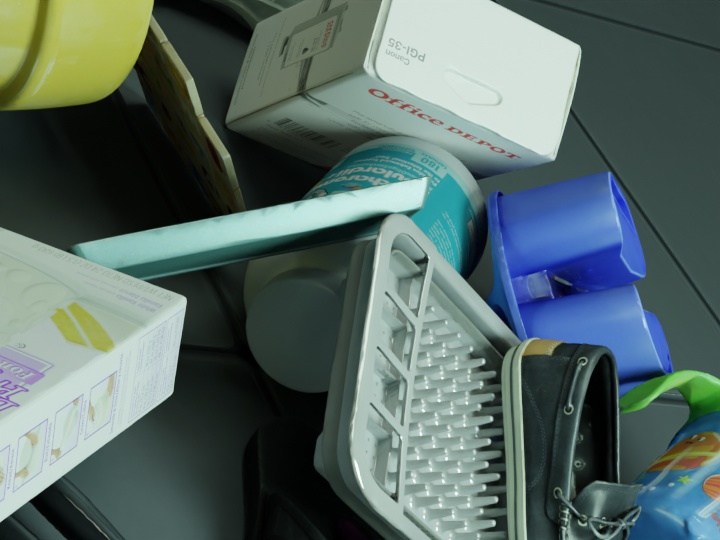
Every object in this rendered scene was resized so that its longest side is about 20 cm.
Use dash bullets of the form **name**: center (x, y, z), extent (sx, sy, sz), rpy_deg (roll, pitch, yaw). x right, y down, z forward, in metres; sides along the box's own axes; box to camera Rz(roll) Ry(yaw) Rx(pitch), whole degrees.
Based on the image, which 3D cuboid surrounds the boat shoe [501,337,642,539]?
- **boat shoe**: center (0.121, 0.133, 1.150), extent (0.075, 0.062, 0.200), rpy_deg (15, 68, -59)

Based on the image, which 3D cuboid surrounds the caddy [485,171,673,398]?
- **caddy**: center (0.127, 0.020, 1.305), extent (0.200, 0.105, 0.141), rpy_deg (36, 41, -73)

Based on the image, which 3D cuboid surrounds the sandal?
- **sandal**: center (-0.023, 0.140, 1.075), extent (0.075, 0.048, 0.200), rpy_deg (21, 32, -26)

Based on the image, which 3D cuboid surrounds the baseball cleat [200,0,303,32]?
- **baseball cleat**: center (-0.087, -0.221, 1.503), extent (0.200, 0.070, 0.106), rpy_deg (22, 33, -27)

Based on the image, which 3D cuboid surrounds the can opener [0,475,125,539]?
- **can opener**: center (-0.111, 0.154, 0.965), extent (0.200, 0.079, 0.063), rpy_deg (36, 65, 6)

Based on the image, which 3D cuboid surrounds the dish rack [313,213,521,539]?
- **dish rack**: center (0.038, 0.085, 1.127), extent (0.200, 0.044, 0.172), rpy_deg (45, 42, -43)

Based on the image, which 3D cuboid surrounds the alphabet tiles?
- **alphabet tiles**: center (-0.116, -0.107, 1.254), extent (0.006, 0.166, 0.200), rpy_deg (-28, 58, -10)

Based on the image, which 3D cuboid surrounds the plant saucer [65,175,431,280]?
- **plant saucer**: center (-0.062, -0.017, 1.109), extent (0.200, 0.070, 0.019), rpy_deg (-11, 81, -20)

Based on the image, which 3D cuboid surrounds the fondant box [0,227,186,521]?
- **fondant box**: center (-0.191, 0.044, 0.973), extent (0.144, 0.058, 0.200), rpy_deg (20, 26, 17)

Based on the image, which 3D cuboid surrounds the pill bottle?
- **pill bottle**: center (0.000, 0.000, 1.237), extent (0.111, 0.111, 0.200), rpy_deg (38, 29, 1)

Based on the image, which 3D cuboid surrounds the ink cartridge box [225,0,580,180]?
- **ink cartridge box**: center (0.026, -0.117, 1.344), extent (0.146, 0.200, 0.083), rpy_deg (23, 73, -25)

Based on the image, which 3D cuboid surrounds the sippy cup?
- **sippy cup**: center (0.206, 0.159, 1.226), extent (0.178, 0.140, 0.130), rpy_deg (40, 39, 24)

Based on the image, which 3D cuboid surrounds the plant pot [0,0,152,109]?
- **plant pot**: center (-0.243, -0.185, 1.163), extent (0.189, 0.201, 0.201), rpy_deg (-10, 51, -32)
